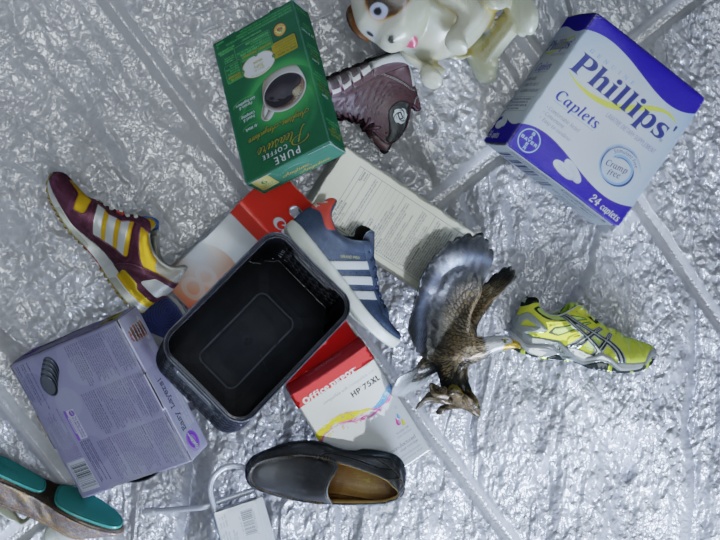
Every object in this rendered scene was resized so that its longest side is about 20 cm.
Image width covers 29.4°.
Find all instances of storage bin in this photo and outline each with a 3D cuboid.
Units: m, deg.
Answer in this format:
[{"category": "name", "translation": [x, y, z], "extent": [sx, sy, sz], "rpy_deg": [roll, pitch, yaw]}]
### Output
[{"category": "storage bin", "translation": [-0.124, 0.072, 1.576], "extent": [0.135, 0.094, 0.200], "rpy_deg": [44, 70, 0]}]

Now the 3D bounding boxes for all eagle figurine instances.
[{"category": "eagle figurine", "translation": [0.123, 0.073, 1.676], "extent": [0.149, 0.152, 0.202], "rpy_deg": [8, 72, -22]}]

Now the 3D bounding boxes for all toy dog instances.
[{"category": "toy dog", "translation": [0.084, -0.316, 1.634], "extent": [0.198, 0.139, 0.196], "rpy_deg": [-9, 74, -34]}]

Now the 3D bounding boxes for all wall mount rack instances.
[{"category": "wall mount rack", "translation": [-0.173, 0.339, 1.715], "extent": [0.172, 0.075, 0.202], "rpy_deg": [-16, 98, -11]}]

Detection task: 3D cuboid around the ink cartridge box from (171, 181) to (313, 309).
[{"category": "ink cartridge box", "translation": [-0.119, 0.001, 1.665], "extent": [0.200, 0.050, 0.162], "rpy_deg": [-40, 102, 23]}]

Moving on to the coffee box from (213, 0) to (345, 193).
[{"category": "coffee box", "translation": [-0.097, -0.204, 1.619], "extent": [0.122, 0.044, 0.202], "rpy_deg": [-25, 65, 20]}]

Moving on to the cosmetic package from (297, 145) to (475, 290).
[{"category": "cosmetic package", "translation": [0.032, -0.061, 1.708], "extent": [0.199, 0.071, 0.106], "rpy_deg": [34, 91, -11]}]

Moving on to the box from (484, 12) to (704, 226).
[{"category": "box", "translation": [0.292, -0.189, 1.724], "extent": [0.183, 0.105, 0.201], "rpy_deg": [35, 89, -12]}]

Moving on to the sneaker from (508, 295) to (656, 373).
[{"category": "sneaker", "translation": [0.291, 0.084, 1.765], "extent": [0.198, 0.075, 0.077], "rpy_deg": [10, 94, -12]}]

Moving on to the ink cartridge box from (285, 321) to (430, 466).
[{"category": "ink cartridge box", "translation": [-0.014, 0.168, 1.724], "extent": [0.116, 0.067, 0.201], "rpy_deg": [-33, 100, -3]}]

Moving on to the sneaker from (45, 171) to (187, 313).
[{"category": "sneaker", "translation": [-0.291, -0.051, 1.642], "extent": [0.090, 0.075, 0.201], "rpy_deg": [-38, 92, 5]}]

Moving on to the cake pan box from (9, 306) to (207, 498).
[{"category": "cake pan box", "translation": [-0.299, 0.163, 1.638], "extent": [0.183, 0.052, 0.201], "rpy_deg": [-23, 99, 31]}]

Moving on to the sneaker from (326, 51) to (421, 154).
[{"category": "sneaker", "translation": [-0.012, -0.188, 1.689], "extent": [0.198, 0.076, 0.116], "rpy_deg": [-23, 102, -7]}]

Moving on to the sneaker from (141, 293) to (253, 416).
[{"category": "sneaker", "translation": [-0.198, 0.122, 1.684], "extent": [0.081, 0.115, 0.199], "rpy_deg": [-44, 71, -8]}]

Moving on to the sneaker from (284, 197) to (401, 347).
[{"category": "sneaker", "translation": [0.000, 0.000, 1.628], "extent": [0.084, 0.075, 0.200], "rpy_deg": [-41, 109, -7]}]

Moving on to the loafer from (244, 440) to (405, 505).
[{"category": "loafer", "translation": [-0.042, 0.249, 1.661], "extent": [0.198, 0.072, 0.074], "rpy_deg": [-1, 100, -2]}]

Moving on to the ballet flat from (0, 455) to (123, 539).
[{"category": "ballet flat", "translation": [-0.388, 0.290, 1.682], "extent": [0.199, 0.068, 0.068], "rpy_deg": [28, 110, -6]}]
